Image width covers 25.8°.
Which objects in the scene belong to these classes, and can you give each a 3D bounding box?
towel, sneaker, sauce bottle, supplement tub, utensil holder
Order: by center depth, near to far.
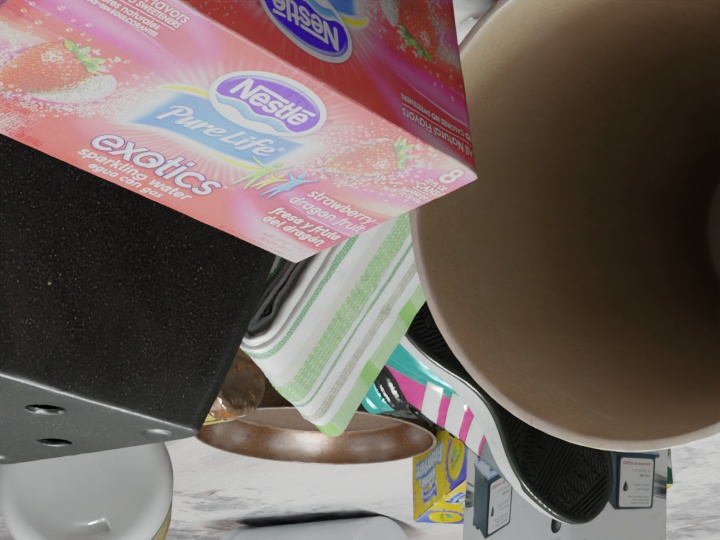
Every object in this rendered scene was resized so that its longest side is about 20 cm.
[{"bbox_3d":[0.000,0.000,0.780,0.031,0.150,0.200,31,170,16],"label":"towel"},{"bbox_3d":[0.063,0.080,0.991,0.200,0.084,0.121,50,157,-10],"label":"sneaker"},{"bbox_3d":[-0.160,0.088,1.153,0.199,0.066,0.066,-11,157,35],"label":"sauce bottle"},{"bbox_3d":[-0.234,0.198,1.356,0.144,0.145,0.200,5,161,-6],"label":"supplement tub"},{"bbox_3d":[-0.053,0.367,1.799,0.199,0.171,0.170,-13,156,31],"label":"utensil holder"}]

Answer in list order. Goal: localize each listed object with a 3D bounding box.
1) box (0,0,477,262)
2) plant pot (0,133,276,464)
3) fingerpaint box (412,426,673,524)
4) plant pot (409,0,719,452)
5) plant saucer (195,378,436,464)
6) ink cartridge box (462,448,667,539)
[{"bbox_3d":[-0.056,-0.089,0.551,0.094,0.103,0.200,-23,149,32],"label":"box"},{"bbox_3d":[-0.151,-0.021,0.665,0.199,0.178,0.200,-11,158,36],"label":"plant pot"},{"bbox_3d":[0.143,0.159,1.299,0.166,0.074,0.200,3,161,-9],"label":"fingerpaint box"},{"bbox_3d":[0.151,-0.025,0.655,0.187,0.188,0.200,-11,172,33],"label":"plant pot"},{"bbox_3d":[-0.037,0.122,1.282,0.199,0.035,0.200,3,160,1],"label":"plant saucer"},{"bbox_3d":[0.141,0.156,1.101,0.085,0.201,0.146,13,158,-24],"label":"ink cartridge box"}]
